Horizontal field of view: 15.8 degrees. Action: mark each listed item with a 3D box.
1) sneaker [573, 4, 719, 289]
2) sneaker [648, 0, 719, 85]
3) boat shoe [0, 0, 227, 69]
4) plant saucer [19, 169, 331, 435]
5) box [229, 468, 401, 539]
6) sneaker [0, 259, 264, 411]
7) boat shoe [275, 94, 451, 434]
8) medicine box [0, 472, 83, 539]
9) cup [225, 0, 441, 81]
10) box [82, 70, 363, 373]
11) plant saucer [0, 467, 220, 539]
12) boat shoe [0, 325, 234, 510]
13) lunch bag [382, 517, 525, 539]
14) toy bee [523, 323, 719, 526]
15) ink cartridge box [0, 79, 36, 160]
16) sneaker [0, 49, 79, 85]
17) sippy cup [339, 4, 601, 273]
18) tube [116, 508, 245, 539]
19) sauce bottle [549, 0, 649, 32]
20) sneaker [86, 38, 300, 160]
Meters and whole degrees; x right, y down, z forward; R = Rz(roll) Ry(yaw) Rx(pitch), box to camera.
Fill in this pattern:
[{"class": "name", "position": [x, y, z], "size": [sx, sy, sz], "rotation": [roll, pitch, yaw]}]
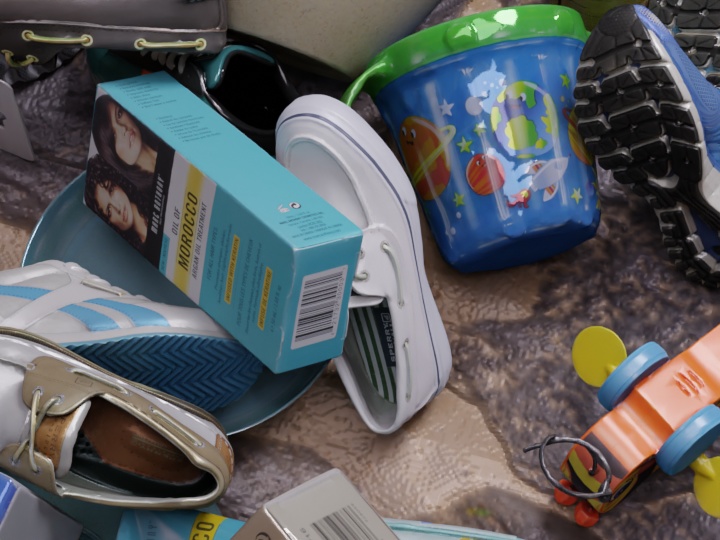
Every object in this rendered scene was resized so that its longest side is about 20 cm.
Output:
[{"class": "sneaker", "position": [0.189, -0.082, 1.508], "size": [0.078, 0.200, 0.089], "rotation": [-4, 45, 35]}, {"class": "sneaker", "position": [0.243, -0.185, 1.585], "size": [0.078, 0.090, 0.201], "rotation": [21, 90, 39]}, {"class": "boat shoe", "position": [-0.176, -0.146, 1.487], "size": [0.200, 0.072, 0.061], "rotation": [-5, 103, 2]}, {"class": "plant saucer", "position": [-0.103, 0.014, 1.536], "size": [0.199, 0.027, 0.201], "rotation": [-1, 64, 1]}, {"class": "box", "position": [-0.066, 0.202, 1.333], "size": [0.078, 0.095, 0.200], "rotation": [48, 113, 11]}, {"class": "sneaker", "position": [-0.152, 0.034, 1.471], "size": [0.198, 0.077, 0.081], "rotation": [3, 46, -6]}, {"class": "boat shoe", "position": [0.000, 0.000, 1.463], "size": [0.073, 0.201, 0.067], "rotation": [-11, 26, 32]}, {"class": "medicine box", "position": [-0.286, 0.176, 1.413], "size": [0.199, 0.103, 0.183], "rotation": [19, 77, 22]}, {"class": "cup", "position": [-0.026, -0.197, 1.551], "size": [0.199, 0.200, 0.144], "rotation": [20, 88, 9]}, {"class": "box", "position": [-0.081, -0.030, 1.458], "size": [0.049, 0.083, 0.200], "rotation": [-14, 38, -36]}, {"class": "plant saucer", "position": [-0.170, 0.179, 1.479], "size": [0.199, 0.027, 0.201], "rotation": [0, 67, 0]}, {"class": "boat shoe", "position": [-0.162, 0.081, 1.393], "size": [0.199, 0.068, 0.075], "rotation": [14, 98, -12]}, {"class": "lunch bag", "position": [0.025, 0.222, 1.428], "size": [0.199, 0.077, 0.161], "rotation": [8, 68, 10]}, {"class": "toy bee", "position": [0.152, 0.091, 1.480], "size": [0.199, 0.109, 0.131], "rotation": [-7, 57, -28]}, {"class": "ink cartridge box", "position": [-0.302, -0.096, 1.543], "size": [0.199, 0.116, 0.068], "rotation": [21, 70, 10]}, {"class": "sneaker", "position": [-0.193, -0.186, 1.611], "size": [0.199, 0.075, 0.082], "rotation": [-34, 57, -18]}, {"class": "sippy cup", "position": [0.082, -0.072, 1.525], "size": [0.177, 0.140, 0.131], "rotation": [-17, 79, 14]}, {"class": "tube", "position": [-0.046, 0.170, 1.396], "size": [0.199, 0.050, 0.078], "rotation": [6, 64, 22]}, {"class": "sauce bottle", "position": [0.148, -0.200, 1.529], "size": [0.065, 0.200, 0.066], "rotation": [0, 69, -1]}, {"class": "sneaker", "position": [-0.089, -0.114, 1.544], "size": [0.200, 0.080, 0.071], "rotation": [36, 52, 29]}]
